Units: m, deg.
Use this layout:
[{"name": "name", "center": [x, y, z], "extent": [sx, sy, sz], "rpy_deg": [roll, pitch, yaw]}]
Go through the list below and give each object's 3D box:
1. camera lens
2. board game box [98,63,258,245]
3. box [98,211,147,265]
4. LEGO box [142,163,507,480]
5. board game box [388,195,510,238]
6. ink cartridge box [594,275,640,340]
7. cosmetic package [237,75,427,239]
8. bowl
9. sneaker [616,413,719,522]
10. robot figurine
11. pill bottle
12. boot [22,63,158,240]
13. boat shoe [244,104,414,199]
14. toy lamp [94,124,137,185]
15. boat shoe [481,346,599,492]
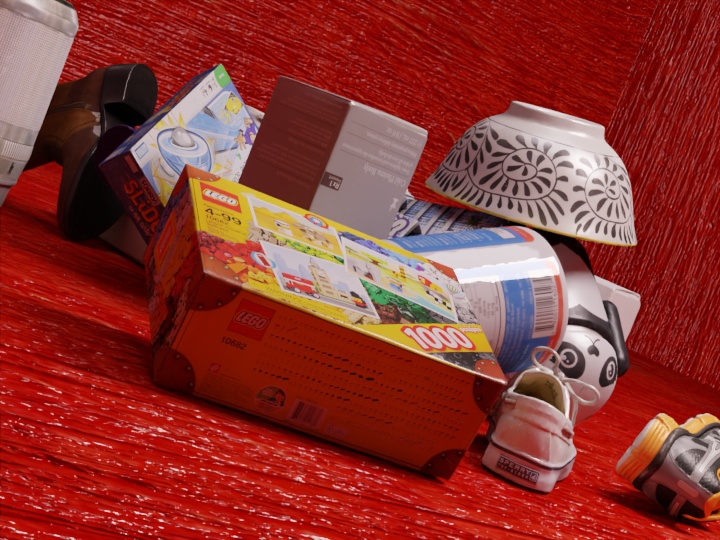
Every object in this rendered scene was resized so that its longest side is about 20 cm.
[{"name": "camera lens", "center": [-0.349, -0.175, 1.274], "extent": [0.158, 0.202, 0.160], "rpy_deg": [22, 4, -2]}, {"name": "board game box", "center": [-0.129, -0.074, 1.199], "extent": [0.136, 0.034, 0.200], "rpy_deg": [60, 27, -17]}, {"name": "box", "center": [-0.183, -0.040, 1.353], "extent": [0.082, 0.069, 0.199], "rpy_deg": [18, 5, -41]}, {"name": "LEGO box", "center": [-0.027, 0.030, 0.890], "extent": [0.198, 0.078, 0.149], "rpy_deg": [21, 22, -21]}, {"name": "board game box", "center": [0.000, 0.000, 1.240], "extent": [0.198, 0.201, 0.062], "rpy_deg": [12, -42, 27]}, {"name": "ink cartridge box", "center": [0.214, 0.057, 1.743], "extent": [0.199, 0.146, 0.084], "rpy_deg": [25, 5, 33]}, {"name": "cosmetic package", "center": [-0.041, -0.034, 1.105], "extent": [0.090, 0.202, 0.106], "rpy_deg": [22, 5, 38]}, {"name": "bowl", "center": [0.164, -0.096, 1.305], "extent": [0.198, 0.095, 0.201], "rpy_deg": [15, 9, -2]}, {"name": "sneaker", "center": [0.266, 0.164, 1.148], "extent": [0.077, 0.079, 0.199], "rpy_deg": [39, 14, 27]}, {"name": "robot figurine", "center": [0.158, 0.043, 1.292], "extent": [0.148, 0.202, 0.125], "rpy_deg": [-13, -37, 5]}, {"name": "pill bottle", "center": [0.046, 0.030, 1.070], "extent": [0.198, 0.114, 0.112], "rpy_deg": [-6, 18, -31]}, {"name": "boot", "center": [-0.298, -0.107, 1.365], "extent": [0.198, 0.190, 0.068], "rpy_deg": [-5, -25, 34]}, {"name": "boat shoe", "center": [-0.034, -0.105, 1.401], "extent": [0.198, 0.066, 0.072], "rpy_deg": [18, -8, -11]}, {"name": "toy lamp", "center": [-0.151, -0.085, 1.269], "extent": [0.058, 0.059, 0.199], "rpy_deg": [24, 9, 29]}, {"name": "boat shoe", "center": [0.131, 0.100, 1.061], "extent": [0.074, 0.087, 0.202], "rpy_deg": [23, 4, 12]}]
